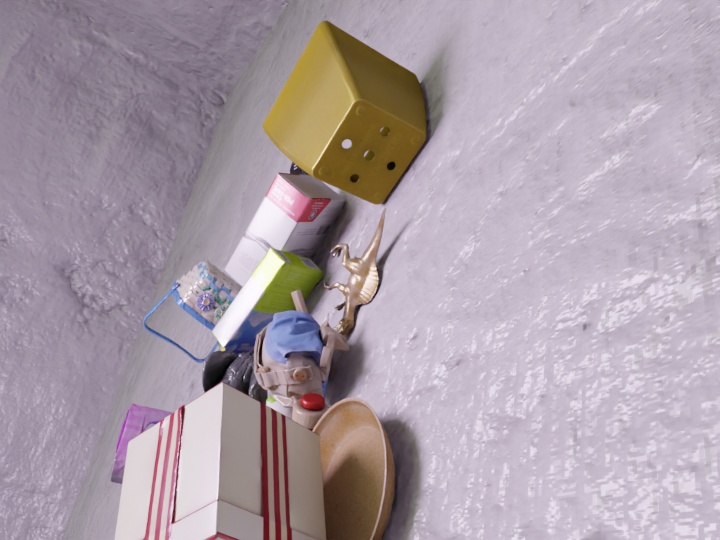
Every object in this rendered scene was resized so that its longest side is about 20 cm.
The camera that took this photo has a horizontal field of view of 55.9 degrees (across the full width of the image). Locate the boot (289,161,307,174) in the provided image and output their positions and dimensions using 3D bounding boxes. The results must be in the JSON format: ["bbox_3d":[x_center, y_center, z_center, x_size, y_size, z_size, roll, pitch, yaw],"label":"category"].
[{"bbox_3d":[-0.108,-0.313,1.524,0.182,0.072,0.201,-49,20,30],"label":"boot"}]

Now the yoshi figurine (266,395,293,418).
[{"bbox_3d":[-0.122,0.236,0.919,0.114,0.110,0.200,-69,19,6],"label":"yoshi figurine"}]

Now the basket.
[{"bbox_3d":[-0.364,0.091,1.522,0.201,0.176,0.139,-49,28,8],"label":"basket"}]

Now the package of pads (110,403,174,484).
[{"bbox_3d":[-0.303,0.305,1.126,0.122,0.197,0.076,-90,21,-47],"label":"package of pads"}]

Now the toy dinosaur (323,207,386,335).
[{"bbox_3d":[0.000,0.000,0.977,0.101,0.058,0.203,35,107,53],"label":"toy dinosaur"}]

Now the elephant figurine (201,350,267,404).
[{"bbox_3d":[-0.192,0.186,1.074,0.155,0.140,0.203,-14,57,69],"label":"elephant figurine"}]

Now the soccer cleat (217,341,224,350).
[{"bbox_3d":[-0.232,0.151,1.337,0.199,0.064,0.085,3,99,62],"label":"soccer cleat"}]

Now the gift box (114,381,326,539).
[{"bbox_3d":[-0.128,0.259,0.705,0.184,0.199,0.189,-36,39,27],"label":"gift box"}]

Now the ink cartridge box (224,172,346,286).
[{"bbox_3d":[-0.131,-0.062,1.187,0.202,0.082,0.146,-58,-16,17],"label":"ink cartridge box"}]

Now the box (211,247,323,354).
[{"bbox_3d":[-0.159,0.062,1.135,0.048,0.121,0.201,43,103,26],"label":"box"}]

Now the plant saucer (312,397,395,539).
[{"bbox_3d":[-0.017,0.244,0.743,0.200,0.035,0.203,-41,37,42],"label":"plant saucer"}]

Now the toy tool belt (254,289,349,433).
[{"bbox_3d":[-0.077,0.112,0.898,0.200,0.123,0.125,-128,43,-65],"label":"toy tool belt"}]

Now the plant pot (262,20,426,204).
[{"bbox_3d":[-0.010,-0.222,1.047,0.201,0.198,0.178,-54,35,24],"label":"plant pot"}]
